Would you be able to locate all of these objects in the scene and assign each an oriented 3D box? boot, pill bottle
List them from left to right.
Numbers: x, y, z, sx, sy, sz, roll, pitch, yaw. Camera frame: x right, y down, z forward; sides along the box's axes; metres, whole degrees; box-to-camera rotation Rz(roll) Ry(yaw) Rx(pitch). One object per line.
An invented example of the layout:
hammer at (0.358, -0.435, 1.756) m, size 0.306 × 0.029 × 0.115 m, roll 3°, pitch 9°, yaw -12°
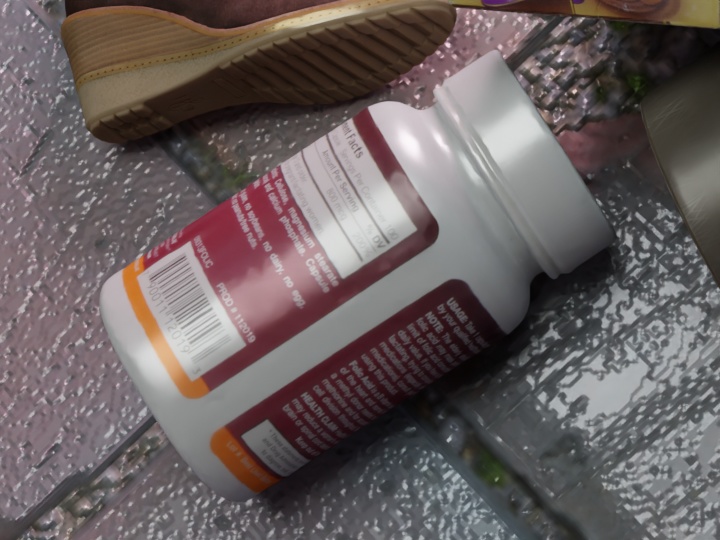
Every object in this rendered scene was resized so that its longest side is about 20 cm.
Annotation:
boot at (-0.054, -0.158, 1.194) m, size 0.199 × 0.072 × 0.167 m, roll -13°, pitch 64°, yaw 21°
pill bottle at (0.000, 0.000, 1.073) m, size 0.200 × 0.114 × 0.114 m, roll -33°, pitch 58°, yaw 5°

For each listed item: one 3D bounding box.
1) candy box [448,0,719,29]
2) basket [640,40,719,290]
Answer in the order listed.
candy box at (0.127, -0.149, 1.050) m, size 0.116 × 0.200 × 0.057 m, roll 8°, pitch 109°, yaw 26°
basket at (0.224, -0.062, 1.001) m, size 0.199 × 0.136 × 0.181 m, roll -28°, pitch 82°, yaw 15°
